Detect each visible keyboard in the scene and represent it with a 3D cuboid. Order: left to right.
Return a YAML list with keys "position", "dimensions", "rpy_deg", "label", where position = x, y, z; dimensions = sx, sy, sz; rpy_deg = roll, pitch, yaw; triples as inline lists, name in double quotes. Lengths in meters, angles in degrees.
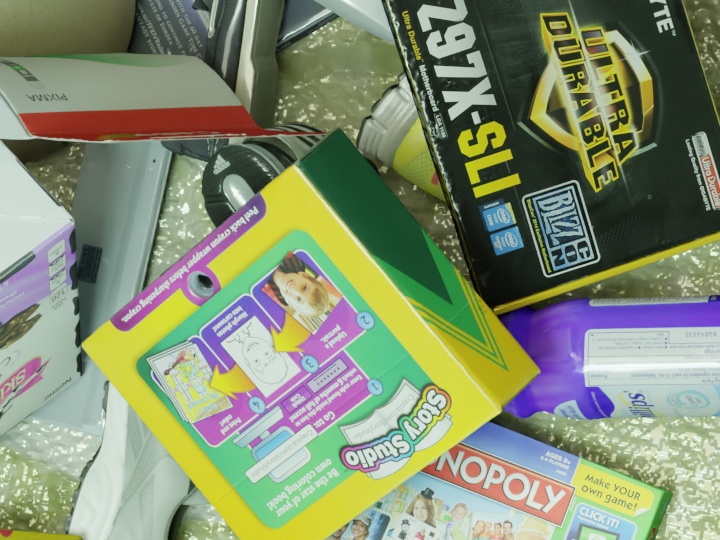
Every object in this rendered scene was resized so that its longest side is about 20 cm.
- position: [-0.156, -0.002, 1.753]
  dimensions: [0.056, 0.011, 0.200]
  rpy_deg: [14, 93, 23]
  label: "keyboard"

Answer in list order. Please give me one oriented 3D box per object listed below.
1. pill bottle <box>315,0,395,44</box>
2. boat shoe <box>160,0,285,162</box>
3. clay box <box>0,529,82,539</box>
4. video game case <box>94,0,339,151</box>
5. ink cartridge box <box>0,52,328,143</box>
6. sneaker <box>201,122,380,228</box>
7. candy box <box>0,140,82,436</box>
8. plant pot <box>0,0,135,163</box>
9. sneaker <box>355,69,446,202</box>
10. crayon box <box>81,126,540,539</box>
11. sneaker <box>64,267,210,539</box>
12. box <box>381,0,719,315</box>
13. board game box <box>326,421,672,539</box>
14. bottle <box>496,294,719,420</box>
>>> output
- position: [0.042, -0.235, 1.676]
  dimensions: [0.112, 0.112, 0.200]
  rpy_deg: [30, 89, 18]
  label: "pill bottle"
- position: [-0.079, -0.161, 1.709]
  dimensions: [0.063, 0.073, 0.200]
  rpy_deg: [7, 90, 13]
  label: "boat shoe"
- position: [-0.253, 0.206, 1.714]
  dimensions: [0.200, 0.048, 0.115]
  rpy_deg: [2, 122, 16]
  label: "clay box"
- position: [-0.103, -0.182, 1.765]
  dimensions: [0.200, 0.019, 0.143]
  rpy_deg: [-29, 76, 10]
  label: "video game case"
- position: [-0.137, -0.096, 1.608]
  dimensions: [0.200, 0.161, 0.050]
  rpy_deg: [3, 96, 49]
  label: "ink cartridge box"
- position: [0.000, 0.000, 1.669]
  dimensions: [0.076, 0.115, 0.201]
  rpy_deg: [-28, 94, 37]
  label: "sneaker"
- position: [-0.242, 0.042, 1.644]
  dimensions: [0.168, 0.200, 0.072]
  rpy_deg: [-38, 71, -20]
  label: "candy box"
- position: [-0.254, -0.167, 1.731]
  dimensions: [0.200, 0.134, 0.201]
  rpy_deg: [-3, 84, 26]
  label: "plant pot"
- position: [0.094, -0.119, 1.677]
  dimensions: [0.090, 0.078, 0.200]
  rpy_deg: [44, 100, 6]
  label: "sneaker"
- position: [-0.030, 0.048, 1.599]
  dimensions: [0.173, 0.058, 0.200]
  rpy_deg: [50, 127, -3]
  label: "crayon box"
- position: [-0.114, 0.091, 1.711]
  dimensions: [0.079, 0.074, 0.201]
  rpy_deg: [14, 93, 8]
  label: "sneaker"
- position: [0.113, -0.094, 1.623]
  dimensions: [0.159, 0.049, 0.200]
  rpy_deg: [-18, 99, 0]
  label: "box"
- position: [0.062, 0.153, 1.668]
  dimensions: [0.200, 0.029, 0.135]
  rpy_deg: [20, 90, 18]
  label: "board game box"
- position: [0.139, 0.050, 1.630]
  dimensions: [0.200, 0.084, 0.065]
  rpy_deg: [-2, 74, 15]
  label: "bottle"
